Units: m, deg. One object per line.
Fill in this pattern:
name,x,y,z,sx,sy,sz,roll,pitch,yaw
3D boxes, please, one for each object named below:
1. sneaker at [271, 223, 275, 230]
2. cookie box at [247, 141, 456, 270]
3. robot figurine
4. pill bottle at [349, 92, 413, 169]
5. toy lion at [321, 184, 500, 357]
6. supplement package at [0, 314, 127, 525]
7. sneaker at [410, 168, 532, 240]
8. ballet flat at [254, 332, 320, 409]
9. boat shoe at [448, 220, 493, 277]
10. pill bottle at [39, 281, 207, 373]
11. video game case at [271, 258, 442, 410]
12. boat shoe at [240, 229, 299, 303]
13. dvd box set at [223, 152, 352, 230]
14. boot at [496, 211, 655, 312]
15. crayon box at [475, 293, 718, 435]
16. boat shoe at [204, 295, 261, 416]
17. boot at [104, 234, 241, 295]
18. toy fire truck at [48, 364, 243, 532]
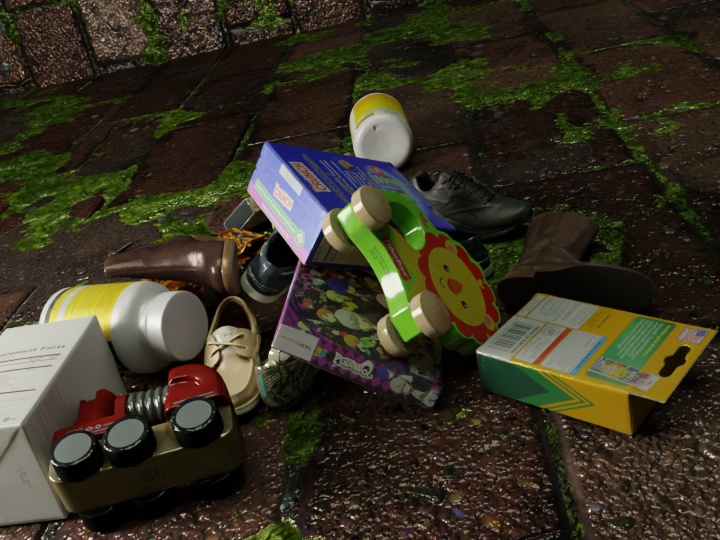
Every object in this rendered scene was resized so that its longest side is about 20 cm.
sneaker,-0.051,-0.092,1.290,0.199,0.082,0.074,-23,0,25
cookie box,-0.012,-0.075,1.017,0.199,0.076,0.171,5,32,-38
robot figurine,-0.209,-0.002,1.203,0.144,0.059,0.200,14,37,38
pill bottle,0.036,-0.262,1.541,0.108,0.110,0.200,-12,27,2
toy lion,0.072,0.002,0.906,0.068,0.201,0.191,-35,-12,34
supplement package,-0.349,0.156,0.888,0.118,0.122,0.200,-9,26,9
sneaker,0.149,-0.099,1.191,0.198,0.092,0.076,7,30,33
ballet flat,-0.055,0.075,0.959,0.067,0.076,0.200,-1,28,35
boat shoe,0.103,-0.045,1.132,0.074,0.067,0.199,-23,28,-19
pill bottle,-0.288,0.070,1.020,0.198,0.112,0.111,-5,27,31
video game case,0.005,0.053,0.921,0.180,0.036,0.200,22,28,-6
boat shoe,-0.089,-0.029,1.075,0.062,0.075,0.200,-50,-4,32
dvd box set,-0.116,-0.122,1.354,0.199,0.030,0.146,-28,-1,-27
boot,0.276,-0.020,1.018,0.185,0.065,0.200,4,26,26
crayon box,0.232,0.090,0.824,0.199,0.052,0.125,12,36,42
boat shoe,-0.153,0.095,0.973,0.073,0.070,0.200,-14,26,-2
boot,-0.238,-0.001,1.055,0.165,0.073,0.200,-8,12,-12
toy fire truck,-0.214,0.154,0.859,0.174,0.130,0.201,-15,36,-5
